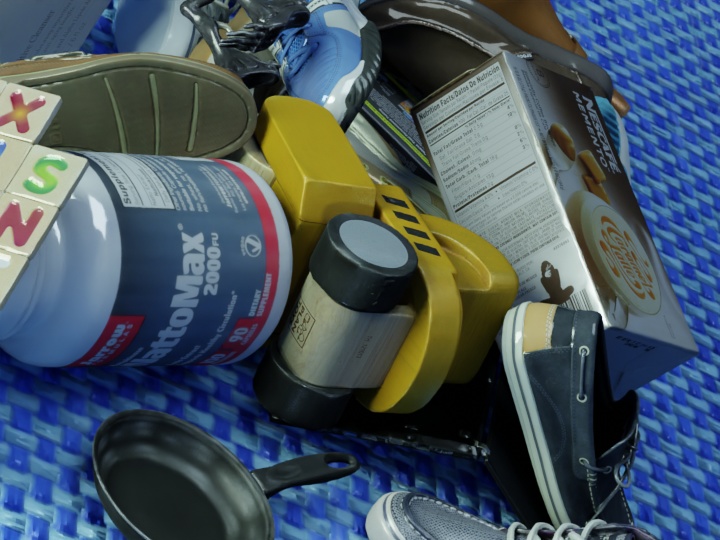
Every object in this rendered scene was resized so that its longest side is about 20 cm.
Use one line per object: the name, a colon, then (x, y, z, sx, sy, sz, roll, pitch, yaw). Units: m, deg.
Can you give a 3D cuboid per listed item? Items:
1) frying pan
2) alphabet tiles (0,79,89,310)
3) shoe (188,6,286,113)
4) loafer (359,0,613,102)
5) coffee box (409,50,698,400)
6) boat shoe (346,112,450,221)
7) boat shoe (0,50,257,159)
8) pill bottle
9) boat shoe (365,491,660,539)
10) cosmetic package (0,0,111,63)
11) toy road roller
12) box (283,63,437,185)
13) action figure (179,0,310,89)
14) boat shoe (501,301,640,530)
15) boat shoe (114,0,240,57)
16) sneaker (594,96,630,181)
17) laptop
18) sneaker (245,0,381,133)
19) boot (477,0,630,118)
frying pan: (-0.084, 0.111, 1.536, 0.115, 0.031, 0.190, 42, 28, 6)
alphabet tiles: (-0.243, -0.027, 1.441, 0.166, 0.006, 0.200, 17, 59, 20)
shoe: (-0.078, -0.119, 1.788, 0.053, 0.070, 0.200, 21, 34, 8)
loafer: (0.082, -0.131, 1.891, 0.200, 0.073, 0.071, 18, 55, -16)
coffee box: (0.121, -0.025, 1.747, 0.114, 0.080, 0.200, 18, 46, -53)
boat shoe: (0.017, -0.028, 1.791, 0.200, 0.074, 0.066, 40, 44, 7)
boat shoe: (-0.161, -0.100, 1.626, 0.200, 0.072, 0.068, -1, 23, -5)
pill bottle: (-0.147, -0.006, 1.538, 0.200, 0.120, 0.120, 1, 47, -44)
boat shoe: (0.108, 0.166, 1.600, 0.200, 0.093, 0.075, 31, 32, -12)
cosmetic package: (-0.248, -0.174, 1.662, 0.200, 0.113, 0.081, -8, 54, -48)
toy road roller: (0.000, 0.000, 1.645, 0.146, 0.123, 0.200, 5, 36, -33)
box: (0.058, -0.086, 1.922, 0.200, 0.044, 0.160, 44, 33, 11)
action figure: (-0.102, -0.212, 1.723, 0.102, 0.119, 0.200, -1, 59, -33)
boat shoe: (0.138, 0.101, 1.658, 0.075, 0.062, 0.200, -74, 151, -51)
boat shoe: (-0.116, -0.179, 1.850, 0.086, 0.075, 0.202, 25, 24, -26)
sneaker: (0.150, -0.017, 1.847, 0.081, 0.076, 0.200, 32, 56, -59)
laptop: (0.051, 0.095, 1.715, 0.200, 0.103, 0.177, 10, 33, 3)
sneaker: (-0.038, -0.152, 1.766, 0.077, 0.076, 0.200, 21, 31, -25)
boot: (0.132, -0.163, 1.966, 0.155, 0.200, 0.074, 45, 69, 2)
